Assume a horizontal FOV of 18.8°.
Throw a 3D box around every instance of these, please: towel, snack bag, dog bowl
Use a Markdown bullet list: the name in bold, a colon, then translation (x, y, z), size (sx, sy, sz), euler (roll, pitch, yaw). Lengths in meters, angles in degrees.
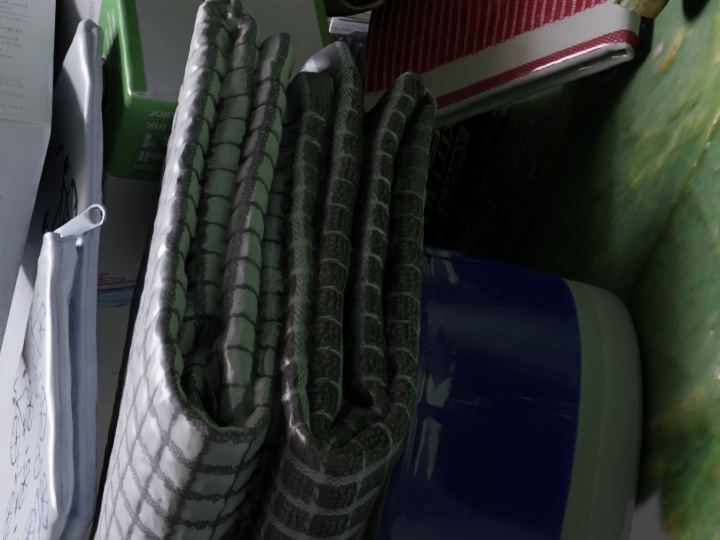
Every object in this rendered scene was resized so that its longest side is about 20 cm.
- **towel**: translation (-0.035, 0.036, 0.710), size (0.201, 0.085, 0.166), euler (-86, 11, -46)
- **snack bag**: translation (-0.120, 0.032, 0.794), size (0.189, 0.021, 0.201), euler (122, 150, -58)
- **dog bowl**: translation (0.026, 0.094, 0.747), size (0.200, 0.078, 0.202), euler (-165, 90, -82)
- **towel**: translation (0.066, -0.150, 0.887), size (0.143, 0.023, 0.201), euler (-18, 51, 41)

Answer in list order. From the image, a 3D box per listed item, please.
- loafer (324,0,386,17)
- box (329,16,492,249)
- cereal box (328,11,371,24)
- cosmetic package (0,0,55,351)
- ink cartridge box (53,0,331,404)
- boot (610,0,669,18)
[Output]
- **loafer**: translation (0.034, -0.181, 0.867), size (0.201, 0.076, 0.068), euler (-60, 32, 16)
- **box**: translation (0.000, 0.000, 0.993), size (0.158, 0.049, 0.202), euler (35, -110, -75)
- **cereal box**: translation (0.005, -0.069, 1.121), size (0.144, 0.039, 0.202), euler (-9, -68, -74)
- **cosmetic package**: translation (-0.159, -0.059, 0.827), size (0.200, 0.073, 0.102), euler (-107, 32, -62)
- **ink cartridge box**: translation (-0.080, -0.058, 0.875), size (0.200, 0.083, 0.146), euler (115, 150, -50)
- **boot**: translation (0.053, -0.191, 0.784), size (0.072, 0.153, 0.201), euler (112, 172, -53)
